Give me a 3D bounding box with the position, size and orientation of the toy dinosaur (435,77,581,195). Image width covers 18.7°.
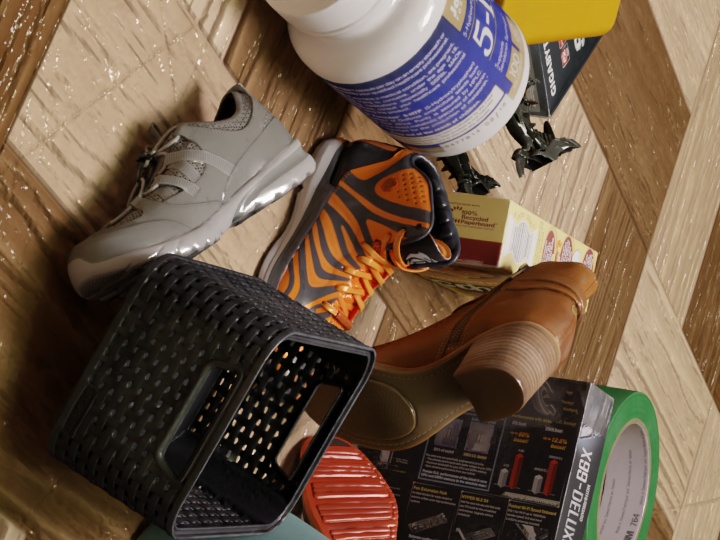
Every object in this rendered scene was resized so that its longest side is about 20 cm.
[{"bbox_3d":[0.082,-0.126,1.671,0.200,0.102,0.136,-28,92,-44],"label":"toy dinosaur"}]

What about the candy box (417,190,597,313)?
[{"bbox_3d":[0.094,-0.016,1.677,0.200,0.115,0.055,25,75,-63],"label":"candy box"}]

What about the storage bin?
[{"bbox_3d":[-0.084,0.077,1.301,0.135,0.094,0.200,-60,162,4],"label":"storage bin"}]

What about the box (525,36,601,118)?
[{"bbox_3d":[0.152,-0.252,1.802,0.159,0.046,0.200,-56,144,-41],"label":"box"}]

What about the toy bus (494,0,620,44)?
[{"bbox_3d":[0.111,-0.209,1.648,0.200,0.078,0.065,-13,125,-49],"label":"toy bus"}]

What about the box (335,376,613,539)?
[{"bbox_3d":[0.069,0.147,1.580,0.050,0.200,0.158,34,66,-57],"label":"box"}]

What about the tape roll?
[{"bbox_3d":[0.233,0.212,2.105,0.200,0.048,0.201,-29,123,-58],"label":"tape roll"}]

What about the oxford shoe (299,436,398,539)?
[{"bbox_3d":[-0.010,0.205,1.533,0.073,0.071,0.200,118,-33,-40],"label":"oxford shoe"}]

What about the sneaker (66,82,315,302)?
[{"bbox_3d":[-0.116,-0.047,1.322,0.082,0.075,0.200,56,43,-3],"label":"sneaker"}]

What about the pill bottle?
[{"bbox_3d":[0.020,-0.167,1.469,0.200,0.120,0.120,35,66,-53],"label":"pill bottle"}]

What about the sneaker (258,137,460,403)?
[{"bbox_3d":[0.000,0.000,1.494,0.078,0.112,0.200,46,56,-58],"label":"sneaker"}]

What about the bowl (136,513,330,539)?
[{"bbox_3d":[-0.058,0.242,1.395,0.201,0.105,0.201,1,88,-46],"label":"bowl"}]

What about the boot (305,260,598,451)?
[{"bbox_3d":[0.065,0.054,1.549,0.155,0.200,0.074,-50,128,-49],"label":"boot"}]
